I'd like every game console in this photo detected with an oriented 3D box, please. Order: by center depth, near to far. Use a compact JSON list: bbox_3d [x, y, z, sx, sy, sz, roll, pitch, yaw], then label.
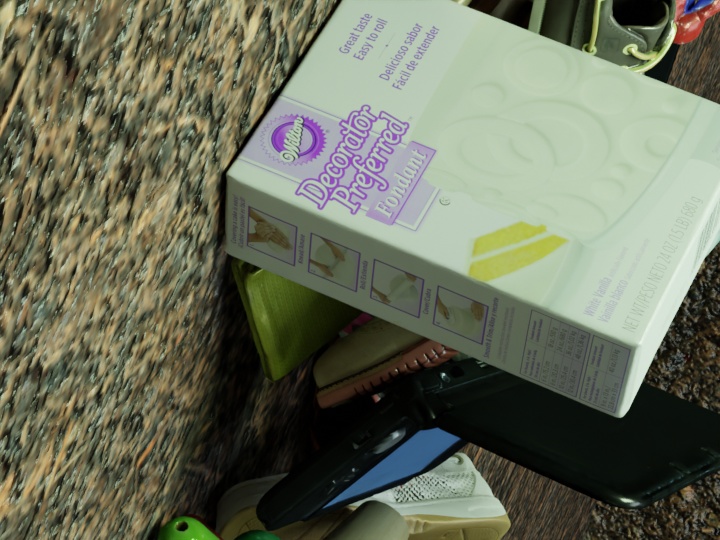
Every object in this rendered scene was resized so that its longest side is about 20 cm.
[{"bbox_3d":[0.076,0.103,1.243,0.176,0.117,0.200,-40,167,25],"label":"game console"}]

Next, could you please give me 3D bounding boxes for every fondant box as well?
[{"bbox_3d":[0.058,-0.038,1.117,0.058,0.199,0.145,93,23,-52],"label":"fondant box"}]

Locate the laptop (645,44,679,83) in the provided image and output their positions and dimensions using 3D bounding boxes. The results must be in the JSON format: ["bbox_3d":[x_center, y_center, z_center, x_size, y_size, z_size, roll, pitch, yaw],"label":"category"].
[{"bbox_3d":[0.203,-0.212,1.919,0.200,0.103,0.178,-95,-162,-55],"label":"laptop"}]

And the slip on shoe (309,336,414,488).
[{"bbox_3d":[-0.004,0.100,1.460,0.061,0.074,0.201,-29,149,-33],"label":"slip on shoe"}]

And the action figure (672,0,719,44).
[{"bbox_3d":[0.191,-0.199,1.384,0.099,0.065,0.200,-43,159,-23],"label":"action figure"}]

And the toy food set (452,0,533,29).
[{"bbox_3d":[0.087,-0.107,1.309,0.200,0.060,0.144,-49,150,-11],"label":"toy food set"}]

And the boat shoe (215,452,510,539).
[{"bbox_3d":[-0.007,0.127,1.380,0.199,0.070,0.071,7,138,-43],"label":"boat shoe"}]

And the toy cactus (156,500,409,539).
[{"bbox_3d":[-0.031,0.188,1.268,0.102,0.200,0.165,-26,-162,49],"label":"toy cactus"}]

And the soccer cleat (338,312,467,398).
[{"bbox_3d":[0.000,0.000,1.298,0.070,0.086,0.200,-32,138,-8],"label":"soccer cleat"}]

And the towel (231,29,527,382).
[{"bbox_3d":[0.023,-0.030,1.209,0.200,0.018,0.086,-38,138,-22],"label":"towel"}]

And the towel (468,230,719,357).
[{"bbox_3d":[0.109,-0.027,1.399,0.048,0.200,0.172,19,115,-38],"label":"towel"}]

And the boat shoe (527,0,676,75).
[{"bbox_3d":[0.125,-0.134,1.238,0.072,0.060,0.202,-35,137,-38],"label":"boat shoe"}]

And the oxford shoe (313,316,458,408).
[{"bbox_3d":[0.050,-0.008,1.204,0.200,0.075,0.070,-36,176,1],"label":"oxford shoe"}]
